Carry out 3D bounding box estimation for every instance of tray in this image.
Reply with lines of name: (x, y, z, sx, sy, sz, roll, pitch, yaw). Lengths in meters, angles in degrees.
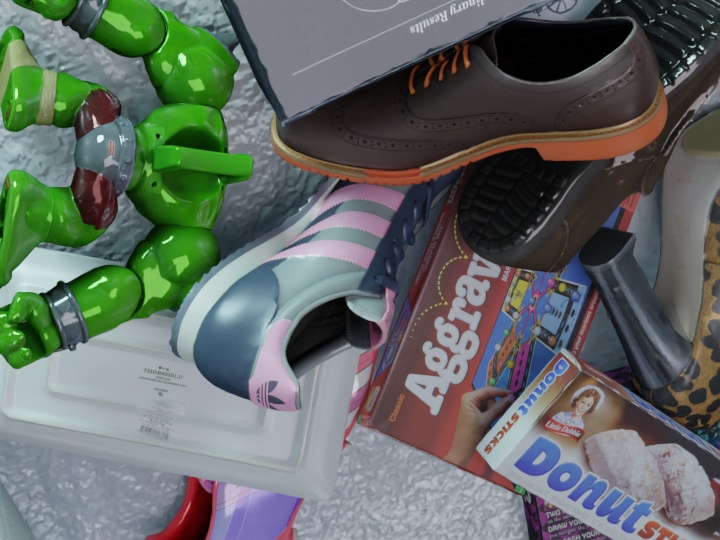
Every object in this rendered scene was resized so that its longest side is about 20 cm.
tray: (-0.104, 0.055, 1.153, 0.199, 0.022, 0.108, 11, 103, 1)

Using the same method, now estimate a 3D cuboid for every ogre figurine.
ogre figurine: (-0.122, -0.052, 1.100, 0.119, 0.098, 0.201, 6, 67, -20)

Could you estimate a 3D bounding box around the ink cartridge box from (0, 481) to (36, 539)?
ink cartridge box: (-0.212, 0.126, 1.139, 0.050, 0.109, 0.200, -28, 114, -3)

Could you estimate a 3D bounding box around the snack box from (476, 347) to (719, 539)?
snack box: (0.149, 0.111, 1.203, 0.072, 0.024, 0.200, -49, 132, 10)

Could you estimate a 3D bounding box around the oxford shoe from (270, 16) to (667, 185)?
oxford shoe: (0.048, -0.093, 1.090, 0.199, 0.071, 0.073, -8, 140, 10)

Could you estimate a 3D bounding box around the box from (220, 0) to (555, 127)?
box: (-0.016, -0.196, 1.054, 0.148, 0.107, 0.201, -24, 105, -2)

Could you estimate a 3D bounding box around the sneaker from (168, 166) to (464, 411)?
sneaker: (0.000, 0.000, 1.119, 0.200, 0.082, 0.070, -42, 150, -24)

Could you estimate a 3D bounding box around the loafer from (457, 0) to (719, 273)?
loafer: (0.133, -0.079, 1.153, 0.200, 0.073, 0.071, -46, 144, 4)

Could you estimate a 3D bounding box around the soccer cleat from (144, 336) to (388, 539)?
soccer cleat: (-0.050, 0.086, 1.191, 0.076, 0.067, 0.200, 14, 110, -31)

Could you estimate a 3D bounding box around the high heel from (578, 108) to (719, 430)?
high heel: (0.217, -0.011, 1.226, 0.200, 0.071, 0.143, -40, 122, -15)

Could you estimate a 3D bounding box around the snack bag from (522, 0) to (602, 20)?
snack bag: (0.074, -0.192, 1.140, 0.188, 0.021, 0.201, -15, 108, -9)

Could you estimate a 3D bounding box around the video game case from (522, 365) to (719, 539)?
video game case: (0.194, 0.135, 1.291, 0.199, 0.036, 0.182, -15, 112, -9)

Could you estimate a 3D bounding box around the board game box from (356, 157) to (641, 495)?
board game box: (0.080, 0.009, 1.187, 0.103, 0.019, 0.201, 25, 82, -21)
